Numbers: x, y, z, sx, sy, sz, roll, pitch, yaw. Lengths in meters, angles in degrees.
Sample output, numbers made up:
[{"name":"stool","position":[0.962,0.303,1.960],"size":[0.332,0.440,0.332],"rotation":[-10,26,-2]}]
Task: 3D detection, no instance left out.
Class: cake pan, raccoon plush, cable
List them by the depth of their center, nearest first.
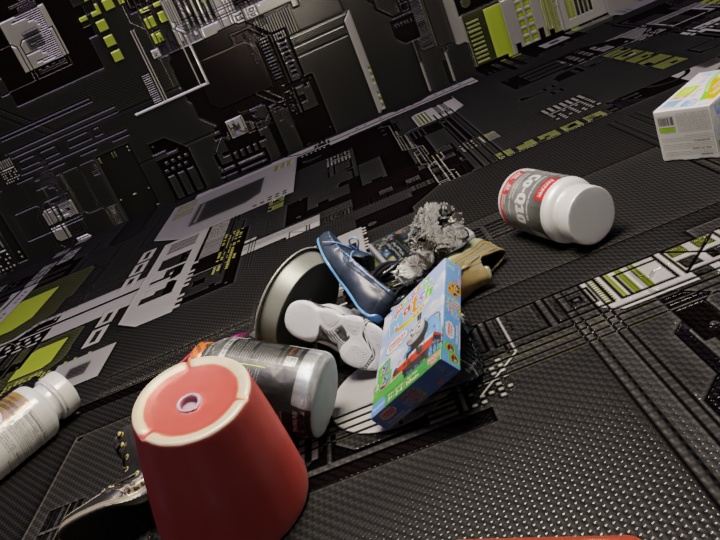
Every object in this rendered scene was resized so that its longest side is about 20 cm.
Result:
[{"name":"cake pan","position":[-0.101,0.059,1.189],"size":[0.036,0.202,0.200],"rotation":[25,46,26]},{"name":"cable","position":[0.066,0.022,1.218],"size":[0.197,0.051,0.163],"rotation":[-10,14,-9]},{"name":"raccoon plush","position":[0.098,-0.039,1.219],"size":[0.199,0.097,0.134],"rotation":[-35,-8,-28]}]

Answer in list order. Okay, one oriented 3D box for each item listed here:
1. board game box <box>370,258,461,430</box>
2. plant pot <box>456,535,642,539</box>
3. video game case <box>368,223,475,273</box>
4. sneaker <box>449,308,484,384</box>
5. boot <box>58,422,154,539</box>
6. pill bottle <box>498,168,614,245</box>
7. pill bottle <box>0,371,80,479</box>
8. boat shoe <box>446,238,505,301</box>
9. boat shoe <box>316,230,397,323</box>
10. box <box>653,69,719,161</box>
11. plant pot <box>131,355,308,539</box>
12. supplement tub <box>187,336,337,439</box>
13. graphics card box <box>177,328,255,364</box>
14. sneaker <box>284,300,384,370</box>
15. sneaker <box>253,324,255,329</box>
[{"name":"board game box","position":[0.079,0.097,0.955],"size":[0.151,0.036,0.201],"rotation":[-48,18,34]},{"name":"plant pot","position":[0.126,0.279,0.430],"size":[0.198,0.178,0.200],"rotation":[-13,23,27]},{"name":"video game case","position":[0.121,-0.056,1.438],"size":[0.180,0.024,0.200],"rotation":[-26,22,-5]},{"name":"sneaker","position":[0.119,0.112,1.002],"size":[0.086,0.078,0.200],"rotation":[-38,16,17]},{"name":"boot","position":[-0.327,0.292,0.983],"size":[0.198,0.074,0.151],"rotation":[-26,33,-15]},{"name":"pill bottle","position":[0.337,-0.111,1.211],"size":[0.113,0.115,0.200],"rotation":[-28,21,-13]},{"name":"pill bottle","position":[-0.632,0.284,1.302],"size":[0.113,0.115,0.200],"rotation":[-4,28,41]},{"name":"boat shoe","position":[0.186,0.005,1.172],"size":[0.075,0.072,0.200],"rotation":[11,39,32]},{"name":"boat shoe","position":[0.000,0.000,1.147],"size":[0.069,0.084,0.201],"rotation":[-44,59,10]},{"name":"box","position":[0.665,-0.301,1.329],"size":[0.199,0.102,0.112],"rotation":[-37,25,-31]},{"name":"plant pot","position":[-0.177,0.216,0.835],"size":[0.198,0.179,0.201],"rotation":[-8,34,6]},{"name":"supplement tub","position":[-0.140,0.162,0.985],"size":[0.197,0.124,0.123],"rotation":[7,31,15]},{"name":"graphics card box","position":[-0.252,0.167,1.226],"size":[0.198,0.051,0.126],"rotation":[-19,16,31]},{"name":"sneaker","position":[-0.016,0.101,1.122],"size":[0.198,0.076,0.115],"rotation":[21,4,22]},{"name":"sneaker","position":[-0.110,0.055,1.309],"size":[0.200,0.075,0.105],"rotation":[-45,6,-29]}]
